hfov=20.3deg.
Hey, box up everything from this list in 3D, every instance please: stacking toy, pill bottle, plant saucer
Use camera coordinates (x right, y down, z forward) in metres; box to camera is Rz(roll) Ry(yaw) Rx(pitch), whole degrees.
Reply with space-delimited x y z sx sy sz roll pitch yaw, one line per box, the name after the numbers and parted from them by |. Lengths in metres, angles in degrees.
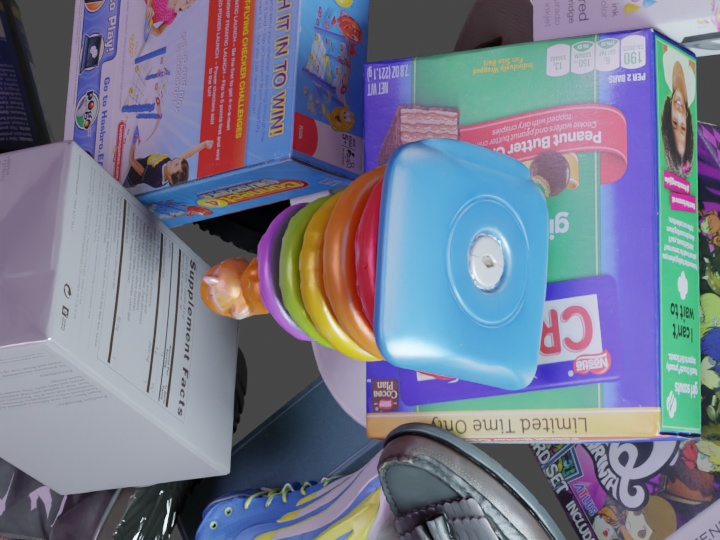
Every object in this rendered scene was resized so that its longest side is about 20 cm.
-0.009 0.002 1.003 0.199 0.115 0.111 -6 76 45 | stacking toy
-0.264 -0.086 1.367 0.111 0.111 0.202 -30 68 34 | pill bottle
-0.047 0.120 1.233 0.200 0.019 0.070 -40 63 31 | plant saucer

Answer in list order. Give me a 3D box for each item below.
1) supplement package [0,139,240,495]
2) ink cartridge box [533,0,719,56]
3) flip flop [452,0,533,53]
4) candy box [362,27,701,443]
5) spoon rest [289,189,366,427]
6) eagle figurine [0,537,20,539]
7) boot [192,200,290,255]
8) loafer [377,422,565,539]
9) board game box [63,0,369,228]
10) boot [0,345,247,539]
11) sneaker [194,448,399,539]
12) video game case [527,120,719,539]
-0.165 0.033 1.128 0.120 0.200 0.121 -9 61 22 | supplement package
0.188 -0.190 1.016 0.199 0.085 0.149 -4 84 41 | ink cartridge box
0.047 -0.077 1.142 0.081 0.057 0.201 49 117 31 | flip flop
0.087 -0.012 1.035 0.168 0.077 0.202 -4 84 30 | candy box
0.000 0.000 1.135 0.099 0.060 0.202 -10 98 40 | spoon rest
-0.293 0.175 1.370 0.151 0.151 0.202 -27 59 24 | eagle figurine
-0.062 -0.110 1.222 0.200 0.076 0.170 32 111 43 | boot
0.074 0.165 1.025 0.072 0.063 0.200 -21 117 43 | loafer
-0.083 -0.133 1.140 0.195 0.056 0.202 -10 70 42 | board game box
-0.189 0.100 1.272 0.199 0.073 0.183 13 59 37 | boot
-0.042 0.152 1.176 0.105 0.076 0.201 43 116 16 | sneaker
0.164 0.056 1.049 0.181 0.036 0.201 -41 62 28 | video game case
